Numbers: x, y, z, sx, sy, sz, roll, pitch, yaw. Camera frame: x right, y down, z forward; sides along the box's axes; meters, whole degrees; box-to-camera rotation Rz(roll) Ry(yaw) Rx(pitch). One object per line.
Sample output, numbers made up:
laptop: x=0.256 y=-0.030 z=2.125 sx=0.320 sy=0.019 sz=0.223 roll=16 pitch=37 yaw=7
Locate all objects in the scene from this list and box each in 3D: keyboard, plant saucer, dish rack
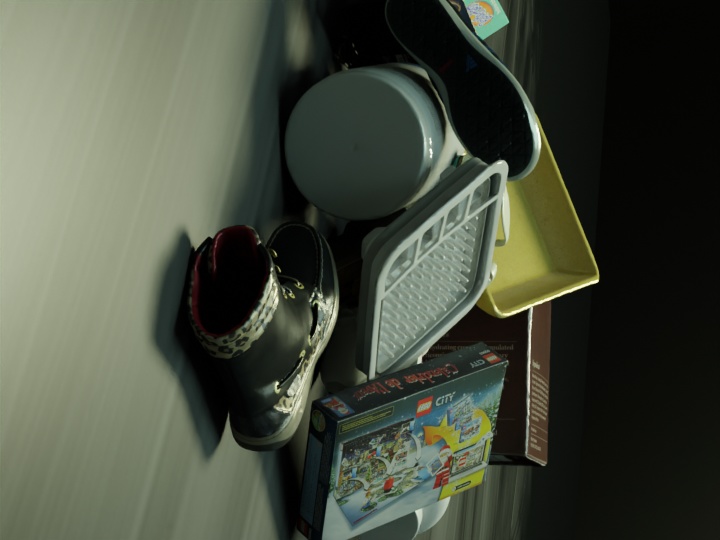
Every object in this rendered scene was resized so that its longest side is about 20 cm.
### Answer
keyboard: x=0.029 y=-0.210 z=1.622 sx=0.200 sy=0.103 sz=0.040 roll=66 pitch=24 yaw=-55
plant saucer: x=0.142 y=-0.057 z=1.719 sx=0.199 sy=0.048 sz=0.201 roll=-17 pitch=84 yaw=-50
dish rack: x=0.052 y=-0.002 z=1.456 sx=0.171 sy=0.043 sz=0.201 roll=-41 pitch=153 yaw=-30

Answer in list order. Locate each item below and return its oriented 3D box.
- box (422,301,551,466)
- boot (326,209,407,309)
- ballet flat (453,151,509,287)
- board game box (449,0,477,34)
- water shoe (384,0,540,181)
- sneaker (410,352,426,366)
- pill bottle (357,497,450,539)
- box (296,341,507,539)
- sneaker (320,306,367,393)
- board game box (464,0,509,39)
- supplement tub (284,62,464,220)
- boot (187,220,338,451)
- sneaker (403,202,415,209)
box: x=0.118 y=0.110 z=1.846 sx=0.164 sy=0.165 sz=0.202 roll=36 pitch=56 yaw=-72
boot: x=-0.008 y=0.005 z=1.458 sx=0.200 sy=0.073 sz=0.076 roll=-26 pitch=115 yaw=-55
ballet flat: x=0.104 y=-0.018 z=1.582 sx=0.068 sy=0.062 sz=0.201 roll=-64 pitch=165 yaw=-54
board game box: x=0.064 y=-0.258 z=1.645 sx=0.136 sy=0.034 sz=0.200 roll=62 pitch=-3 yaw=-37
water shoe: x=0.100 y=-0.172 z=1.490 sx=0.201 sy=0.071 sz=0.079 roll=58 pitch=18 yaw=2
sneaker: x=0.029 y=0.091 z=1.655 sx=0.105 sy=0.075 sz=0.201 roll=80 pitch=22 yaw=-59
pill bottle: x=0.042 y=0.185 z=1.654 sx=0.200 sy=0.110 sz=0.111 roll=-66 pitch=153 yaw=-58
box: x=0.038 y=0.154 z=1.496 sx=0.199 sy=0.038 sz=0.137 roll=-16 pitch=126 yaw=-37
sneaker: x=-0.001 y=0.024 z=1.566 sx=0.080 sy=0.070 sz=0.201 roll=55 pitch=43 yaw=-38
board game box: x=0.072 y=-0.341 z=1.710 sx=0.201 sy=0.045 sz=0.152 roll=59 pitch=7 yaw=15
supplement tub: x=0.018 y=-0.119 z=1.517 sx=0.200 sy=0.131 sz=0.133 roll=-29 pitch=118 yaw=-74
boot: x=-0.073 y=0.017 z=1.279 sx=0.151 sy=0.073 sz=0.201 roll=70 pitch=29 yaw=-53
sneaker: x=0.042 y=-0.044 z=1.717 sx=0.115 sy=0.075 sz=0.202 roll=-39 pitch=118 yaw=-61
